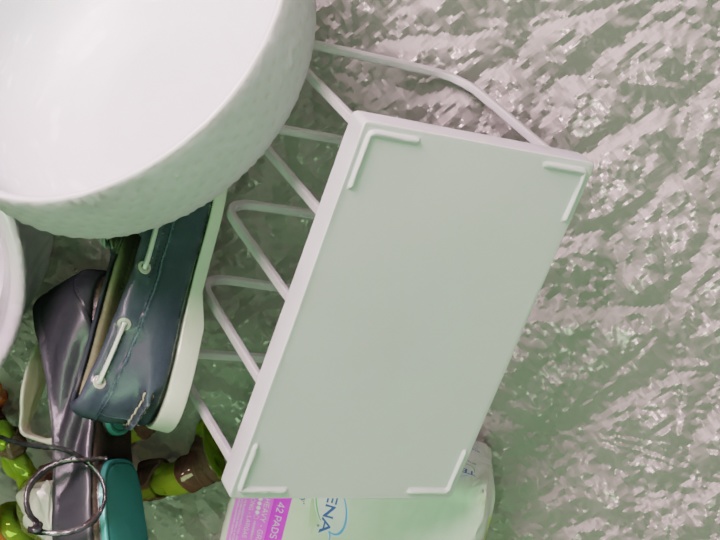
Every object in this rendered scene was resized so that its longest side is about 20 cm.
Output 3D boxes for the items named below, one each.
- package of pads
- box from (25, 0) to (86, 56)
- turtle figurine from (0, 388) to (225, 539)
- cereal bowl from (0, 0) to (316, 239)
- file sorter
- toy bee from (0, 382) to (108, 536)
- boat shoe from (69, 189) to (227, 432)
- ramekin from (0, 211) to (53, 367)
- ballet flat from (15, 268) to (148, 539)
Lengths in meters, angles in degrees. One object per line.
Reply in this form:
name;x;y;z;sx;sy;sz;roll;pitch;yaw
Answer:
package of pads;-0.011;0.182;0.832;0.152;0.068;0.203;15;112;1
box;-0.228;-0.178;0.738;0.200;0.042;0.039;41;109;-10
turtle figurine;-0.172;0.123;0.828;0.160;0.064;0.201;-31;100;14
cereal bowl;-0.106;-0.100;0.666;0.198;0.202;0.083;-23;145;14
file sorter;0.000;0.000;0.716;0.137;0.125;0.202;6;115;-33
toy bee;-0.216;0.043;0.676;0.197;0.133;0.109;10;155;-5
boat shoe;-0.113;-0.018;0.727;0.061;0.075;0.203;12;80;-24
ramekin;-0.268;-0.022;0.769;0.197;0.098;0.204;2;111;6
ballet flat;-0.155;0.101;0.760;0.072;0.073;0.203;-6;79;8
